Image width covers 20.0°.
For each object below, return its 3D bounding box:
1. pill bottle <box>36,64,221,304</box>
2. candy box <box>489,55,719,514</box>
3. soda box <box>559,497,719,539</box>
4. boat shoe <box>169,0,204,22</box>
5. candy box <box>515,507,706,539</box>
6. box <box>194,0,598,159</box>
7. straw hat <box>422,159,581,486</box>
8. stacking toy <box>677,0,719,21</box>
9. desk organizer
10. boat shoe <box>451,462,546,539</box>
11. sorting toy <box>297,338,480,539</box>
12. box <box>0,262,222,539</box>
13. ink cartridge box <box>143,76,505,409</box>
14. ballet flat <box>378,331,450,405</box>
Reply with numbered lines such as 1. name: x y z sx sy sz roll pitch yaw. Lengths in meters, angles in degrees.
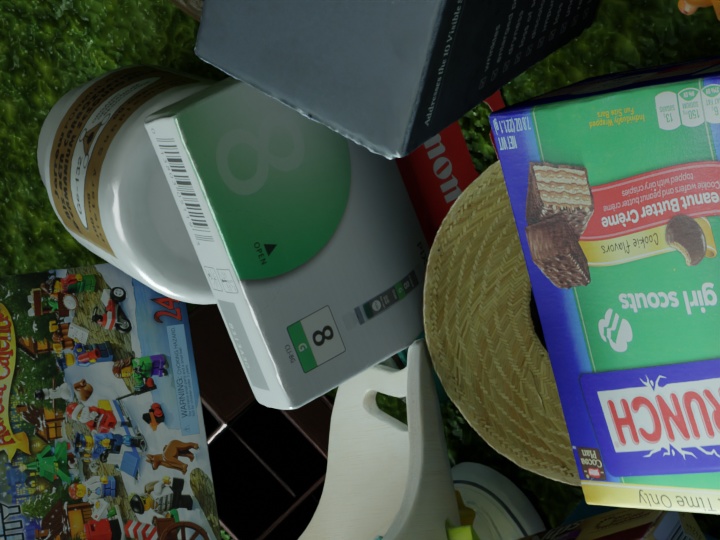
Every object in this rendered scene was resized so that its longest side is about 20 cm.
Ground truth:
1. pill bottle: -0.111 -0.054 1.125 0.200 0.114 0.115 24 135 65
2. candy box: 0.158 0.008 0.930 0.169 0.077 0.200 -5 103 52
3. soda box: 0.199 0.198 1.134 0.200 0.068 0.064 25 126 20
4. boat shoe: -0.034 -0.136 1.122 0.201 0.063 0.073 38 125 1
5. candy box: 0.163 0.227 1.093 0.117 0.056 0.200 -25 101 39
6. box: 0.040 -0.189 0.947 0.124 0.197 0.200 28 126 18
7. straw hat: 0.136 0.008 1.062 0.201 0.085 0.201 2 102 9
8. stacking toy: 0.221 -0.094 0.953 0.200 0.110 0.116 40 115 23
9. desk organizer: -0.056 0.114 1.249 0.200 0.077 0.072 46 130 3
10. boat shoe: 0.082 0.213 1.220 0.073 0.065 0.200 -6 111 35
11. sorting toy: 0.016 0.132 1.083 0.200 0.107 0.180 152 118 -70
12. box: -0.157 0.099 1.167 0.038 0.136 0.200 131 131 -74
13. ink cartridge box: 0.007 -0.044 1.043 0.050 0.200 0.161 9 123 63
14. ballet flat: 0.000 0.000 1.139 0.069 0.069 0.200 5 136 31
